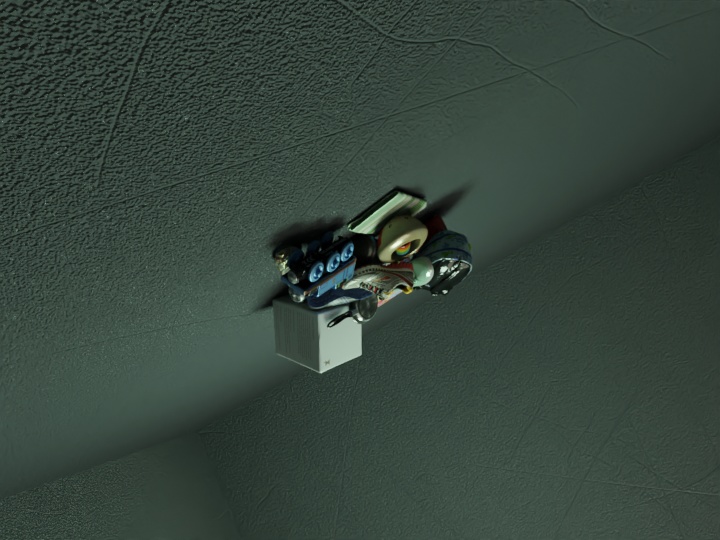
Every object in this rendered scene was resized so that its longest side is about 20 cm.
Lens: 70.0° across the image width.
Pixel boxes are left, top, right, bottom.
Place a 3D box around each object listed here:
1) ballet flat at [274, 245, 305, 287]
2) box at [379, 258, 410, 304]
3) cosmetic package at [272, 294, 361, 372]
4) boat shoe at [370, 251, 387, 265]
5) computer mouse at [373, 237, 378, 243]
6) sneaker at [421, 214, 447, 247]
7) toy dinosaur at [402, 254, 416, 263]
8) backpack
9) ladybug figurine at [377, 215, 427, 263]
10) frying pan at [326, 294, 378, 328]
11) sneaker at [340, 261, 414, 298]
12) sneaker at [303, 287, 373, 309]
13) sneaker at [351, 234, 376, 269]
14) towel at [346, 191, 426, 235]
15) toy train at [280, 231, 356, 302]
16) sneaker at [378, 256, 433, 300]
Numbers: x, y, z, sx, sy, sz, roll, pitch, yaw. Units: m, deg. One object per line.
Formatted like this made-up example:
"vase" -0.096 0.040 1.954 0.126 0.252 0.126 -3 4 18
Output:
"ballet flat" -0.149 -0.001 1.174 0.075 0.064 0.200 -27 167 -6
"box" 0.093 0.038 1.768 0.199 0.103 0.094 -35 166 25
"cosmetic package" -0.121 0.160 1.443 0.198 0.170 0.165 13 -161 42
"boat shoe" -0.001 -0.005 1.413 0.200 0.076 0.086 -24 168 31
"computer mouse" 0.019 -0.060 1.391 0.058 0.035 0.200 -8 172 -7
"sneaker" 0.181 -0.090 1.502 0.114 0.079 0.200 -27 166 -10
"toy dinosaur" 0.101 -0.056 1.404 0.087 0.048 0.201 -20 146 1
"backpack" 0.232 -0.022 1.455 0.161 0.156 0.200 18 164 -12
"ladybug figurine" 0.096 -0.079 1.262 0.134 0.073 0.200 -26 165 -8
"frying pan" -0.013 0.090 1.377 0.031 0.117 0.189 6 -175 40
"sneaker" 0.047 0.029 1.285 0.197 0.083 0.078 -5 165 -16
"sneaker" -0.056 0.054 1.338 0.197 0.071 0.078 -12 179 -20
"sneaker" -0.045 -0.022 1.288 0.199 0.074 0.082 -35 167 27
"towel" 0.070 -0.133 1.221 0.152 0.024 0.199 -35 165 24
"toy train" -0.086 -0.004 1.120 0.199 0.086 0.115 -36 145 -45
"sneaker" 0.111 0.027 1.414 0.117 0.075 0.200 -21 174 -34
